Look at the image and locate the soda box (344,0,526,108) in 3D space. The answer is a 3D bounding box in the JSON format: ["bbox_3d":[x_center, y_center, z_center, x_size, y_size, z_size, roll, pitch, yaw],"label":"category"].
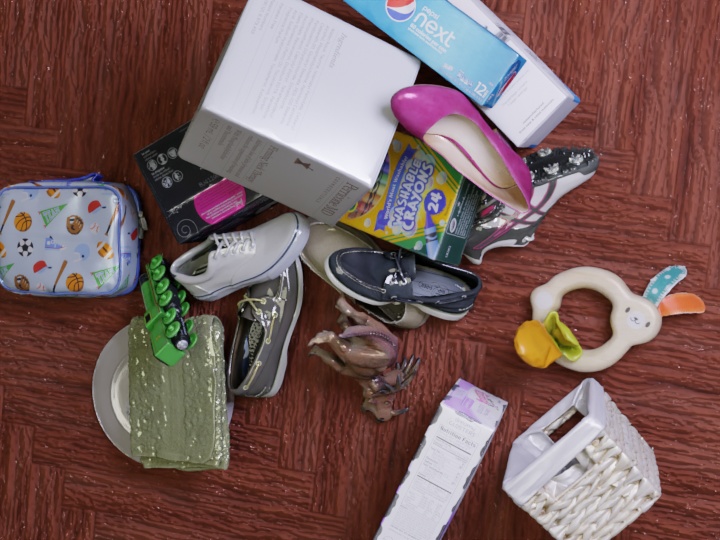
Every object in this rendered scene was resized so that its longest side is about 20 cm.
[{"bbox_3d":[0.079,-0.262,1.382,0.200,0.064,0.068,39,103,9],"label":"soda box"}]

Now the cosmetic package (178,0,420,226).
[{"bbox_3d":[-0.070,-0.179,1.412,0.200,0.167,0.167,24,71,-10],"label":"cosmetic package"}]

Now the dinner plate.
[{"bbox_3d":[-0.263,0.161,1.670,0.200,0.024,0.201,1,94,15],"label":"dinner plate"}]

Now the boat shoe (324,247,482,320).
[{"bbox_3d":[0.056,0.006,1.504,0.199,0.075,0.066,20,141,-22],"label":"boat shoe"}]

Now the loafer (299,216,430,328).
[{"bbox_3d":[0.000,0.000,1.569,0.200,0.068,0.076,34,101,10],"label":"loafer"}]

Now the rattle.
[{"bbox_3d":[0.288,0.049,1.469,0.200,0.143,0.131,-6,74,20],"label":"rattle"}]

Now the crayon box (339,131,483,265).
[{"bbox_3d":[0.049,-0.096,1.510,0.200,0.052,0.126,23,97,42],"label":"crayon box"}]

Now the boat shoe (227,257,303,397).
[{"bbox_3d":[-0.122,0.062,1.598,0.072,0.060,0.202,17,99,43],"label":"boat shoe"}]

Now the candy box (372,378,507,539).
[{"bbox_3d":[0.095,0.242,1.510,0.071,0.168,0.200,27,99,9],"label":"candy box"}]

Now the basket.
[{"bbox_3d":[0.255,0.225,1.457,0.136,0.200,0.123,-43,88,13],"label":"basket"}]

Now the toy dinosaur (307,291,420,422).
[{"bbox_3d":[0.015,0.101,1.533,0.135,0.200,0.086,32,71,8],"label":"toy dinosaur"}]

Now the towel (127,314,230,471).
[{"bbox_3d":[-0.231,0.156,1.620,0.148,0.036,0.201,-1,94,27],"label":"towel"}]

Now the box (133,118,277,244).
[{"bbox_3d":[-0.152,-0.135,1.575,0.200,0.115,0.132,-29,86,13],"label":"box"}]

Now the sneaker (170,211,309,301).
[{"bbox_3d":[-0.151,-0.019,1.563,0.200,0.071,0.073,-29,51,30],"label":"sneaker"}]

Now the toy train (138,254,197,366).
[{"bbox_3d":[-0.244,0.048,1.586,0.056,0.200,0.042,-45,123,11],"label":"toy train"}]

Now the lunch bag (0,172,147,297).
[{"bbox_3d":[-0.375,-0.046,1.657,0.199,0.076,0.161,1,92,16],"label":"lunch bag"}]

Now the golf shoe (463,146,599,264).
[{"bbox_3d":[0.196,-0.082,1.523,0.200,0.077,0.088,-24,115,11],"label":"golf shoe"}]

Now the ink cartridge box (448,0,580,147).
[{"bbox_3d":[0.151,-0.240,1.474,0.200,0.146,0.086,45,104,8],"label":"ink cartridge box"}]

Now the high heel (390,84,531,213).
[{"bbox_3d":[0.111,-0.127,1.359,0.067,0.200,0.096,-35,51,23],"label":"high heel"}]
